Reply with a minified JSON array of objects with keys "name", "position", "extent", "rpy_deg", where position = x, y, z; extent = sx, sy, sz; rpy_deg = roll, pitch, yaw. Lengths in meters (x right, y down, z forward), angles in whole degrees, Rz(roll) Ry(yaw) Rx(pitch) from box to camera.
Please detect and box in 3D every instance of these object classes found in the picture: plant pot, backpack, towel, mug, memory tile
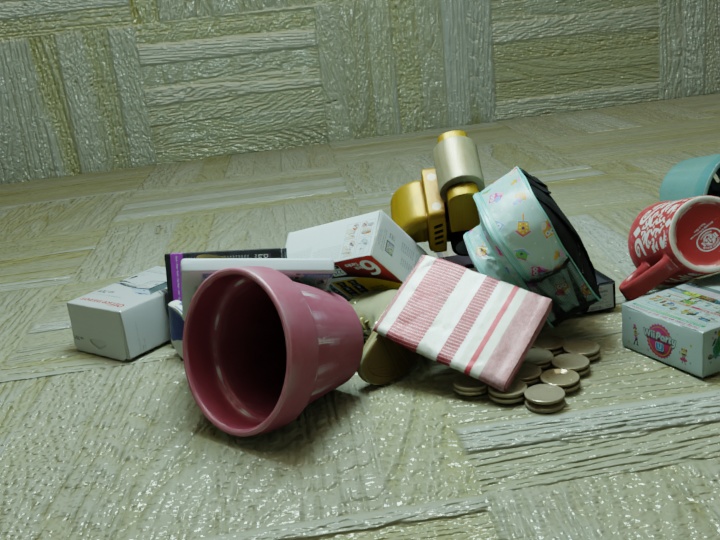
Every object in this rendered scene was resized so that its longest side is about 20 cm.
[{"name":"plant pot","position":[-0.097,0.096,1.076],"extent":[0.198,0.204,0.178],"rpy_deg":[8,6,39]},{"name":"backpack","position":[0.231,-0.035,1.196],"extent":[0.152,0.201,0.177],"rpy_deg":[-24,29,11]},{"name":"towel","position":[0.133,0.064,1.109],"extent":[0.198,0.023,0.145],"rpy_deg":[22,60,28]},{"name":"plant pot","position":[0.639,-0.124,1.492],"extent":[0.197,0.204,0.196],"rpy_deg":[-9,10,-8]},{"name":"mug","position":[0.485,-0.026,1.271],"extent":[0.132,0.180,0.200],"rpy_deg":[18,-1,5]},{"name":"memory tile","position":[0.222,0.129,1.114],"extent":[0.151,0.017,0.199],"rpy_deg":[5,20,32]}]

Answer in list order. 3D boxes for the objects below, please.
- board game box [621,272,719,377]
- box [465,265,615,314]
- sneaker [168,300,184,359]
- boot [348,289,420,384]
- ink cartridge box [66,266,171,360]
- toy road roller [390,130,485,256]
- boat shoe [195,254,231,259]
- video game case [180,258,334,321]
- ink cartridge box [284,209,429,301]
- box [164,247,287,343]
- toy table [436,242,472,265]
[{"name":"board game box","position":[0.474,0.068,1.135],"extent":[0.197,0.065,0.147],"rpy_deg":[-13,17,-23]},{"name":"box","position":[0.280,0.027,1.366],"extent":[0.195,0.051,0.200],"rpy_deg":[-8,17,-6]},{"name":"sneaker","position":[-0.198,0.098,1.282],"extent":[0.114,0.082,0.198],"rpy_deg":[-17,27,-42]},{"name":"boot","position":[0.021,0.089,1.219],"extent":[0.154,0.073,0.200],"rpy_deg":[-8,33,46]},{"name":"ink cartridge box","position":[-0.361,0.066,1.414],"extent":[0.145,0.087,0.199],"rpy_deg":[6,20,35]},{"name":"toy road roller","position":[0.117,-0.109,1.327],"extent":[0.144,0.201,0.124],"rpy_deg":[-8,56,2]},{"name":"boat shoe","position":[-0.153,0.027,1.268],"extent":[0.197,0.066,0.073],"rpy_deg":[15,12,-7]},{"name":"video game case","position":[-0.145,0.029,1.160],"extent":[0.197,0.022,0.183],"rpy_deg":[-1,-23,-12]},{"name":"ink cartridge box","position":[0.000,0.000,1.361],"extent":[0.198,0.175,0.085],"rpy_deg":[-11,54,39]},{"name":"box","position":[-0.208,0.040,1.339],"extent":[0.197,0.146,0.036],"rpy_deg":[-2,4,13]},{"name":"toy table","position":[0.169,-0.062,1.502],"extent":[0.198,0.119,0.182],"rpy_deg":[-8,-4,-45]}]
